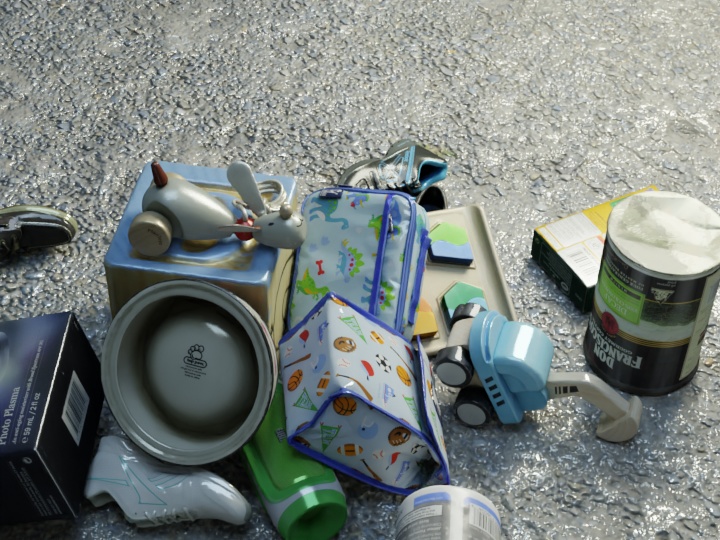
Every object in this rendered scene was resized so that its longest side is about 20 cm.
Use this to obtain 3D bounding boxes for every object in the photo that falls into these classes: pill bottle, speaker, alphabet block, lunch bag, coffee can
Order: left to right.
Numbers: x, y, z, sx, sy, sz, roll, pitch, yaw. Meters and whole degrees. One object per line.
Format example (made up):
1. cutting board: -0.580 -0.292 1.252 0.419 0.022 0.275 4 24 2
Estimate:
1. alphabet block: -0.183 0.013 1.645 0.194 0.202 0.197 8 44 7
2. speaker: -0.086 0.208 1.529 0.087 0.089 0.201 -16 46 -18
3. lunch bag: 0.000 0.000 1.668 0.159 0.082 0.203 7 81 22
4. lunch bag: 0.019 0.145 1.542 0.199 0.124 0.171 33 29 -28
5. pill bottle: 0.085 0.330 1.387 0.112 0.115 0.201 5 44 3
6. coffee can: 0.353 0.028 1.648 0.144 0.202 0.147 1 43 -1

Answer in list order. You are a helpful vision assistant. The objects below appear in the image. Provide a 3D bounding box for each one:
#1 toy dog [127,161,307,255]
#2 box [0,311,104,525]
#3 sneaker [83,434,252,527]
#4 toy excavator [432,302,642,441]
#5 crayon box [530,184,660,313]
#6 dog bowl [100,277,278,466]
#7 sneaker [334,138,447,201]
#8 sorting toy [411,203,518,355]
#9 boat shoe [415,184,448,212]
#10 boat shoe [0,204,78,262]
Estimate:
1. toy dog: -0.163 -0.078 1.524 0.197 0.097 0.133 -9 45 -11
2. box: -0.402 0.166 1.493 0.196 0.124 0.201 -9 42 11
3. sneaker: -0.212 0.250 1.502 0.198 0.071 0.081 15 59 18
4. toy excavator: 0.209 0.128 1.600 0.198 0.196 0.100 -9 35 31
5. crayon box: 0.342 -0.031 1.817 0.198 0.052 0.126 -20 48 -21
6. dog bowl: -0.178 0.106 1.493 0.198 0.203 0.074 15 8 13
7. sneaker: 0.038 -0.117 1.872 0.081 0.074 0.200 23 47 34
8. sorting toy: 0.084 0.013 1.723 0.197 0.037 0.187 -11 71 -12
9. boat shoe: 0.083 -0.037 1.802 0.069 0.067 0.201 12 44 10
10. boat shoe: -0.471 -0.042 1.790 0.198 0.072 0.067 2 54 0
